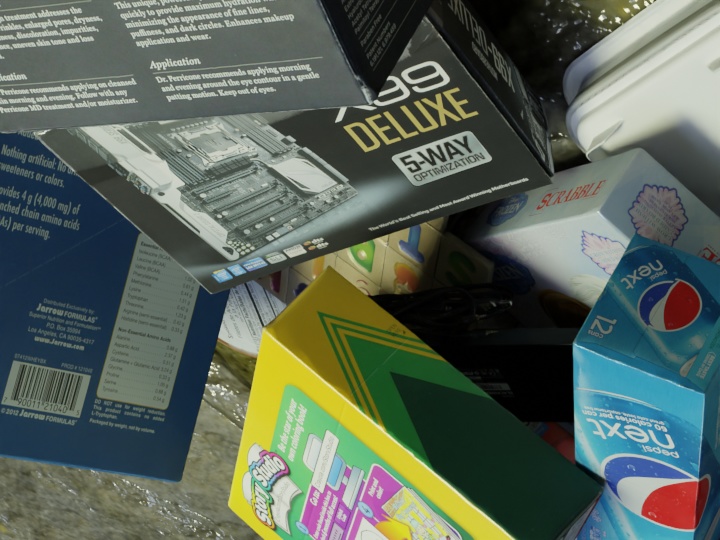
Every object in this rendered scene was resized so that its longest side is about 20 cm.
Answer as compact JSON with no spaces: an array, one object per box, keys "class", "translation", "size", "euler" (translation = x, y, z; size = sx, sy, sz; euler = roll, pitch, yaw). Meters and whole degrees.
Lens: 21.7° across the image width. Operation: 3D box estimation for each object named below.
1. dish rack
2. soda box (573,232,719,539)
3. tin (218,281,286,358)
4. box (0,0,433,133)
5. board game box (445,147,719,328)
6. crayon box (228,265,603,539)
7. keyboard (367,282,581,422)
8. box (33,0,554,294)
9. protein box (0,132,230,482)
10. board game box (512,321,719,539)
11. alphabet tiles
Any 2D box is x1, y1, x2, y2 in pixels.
[{"class":"dish rack","translation":[0.197,-0.044,0.874],"size":[0.200,0.044,0.171],"euler":[39,147,-12]},{"class":"soda box","translation":[0.142,0.074,0.880],"size":[0.064,0.068,0.201],"euler":[21,150,21]},{"class":"tin","translation":[-0.033,0.017,1.153],"size":[0.199,0.042,0.112],"euler":[12,138,29]},{"class":"box","translation":[-0.091,-0.161,0.751],"size":[0.199,0.104,0.183],"euler":[0,134,32]},{"class":"board game box","translation":[0.156,0.028,0.953],"size":[0.199,0.041,0.200],"euler":[40,164,-12]},{"class":"crayon box","translation":[0.019,0.116,0.962],"size":[0.172,0.058,0.200],"euler":[40,150,15]},{"class":"keyboard","translation":[0.060,0.038,0.974],"size":[0.199,0.040,0.104],"euler":[-2,143,27]},{"class":"box","translation":[-0.029,-0.072,0.895],"size":[0.199,0.050,0.158],"euler":[-17,144,22]},{"class":"protein box","translation":[-0.182,-0.010,1.004],"size":[0.134,0.201,0.198],"euler":[13,178,45]},{"class":"board game box","translation":[0.135,0.143,1.082],"size":[0.200,0.105,0.103],"euler":[38,111,-10]},{"class":"alphabet tiles","translation":[0.000,0.000,1.038],"size":[0.166,0.006,0.201],"euler":[36,142,25]}]
